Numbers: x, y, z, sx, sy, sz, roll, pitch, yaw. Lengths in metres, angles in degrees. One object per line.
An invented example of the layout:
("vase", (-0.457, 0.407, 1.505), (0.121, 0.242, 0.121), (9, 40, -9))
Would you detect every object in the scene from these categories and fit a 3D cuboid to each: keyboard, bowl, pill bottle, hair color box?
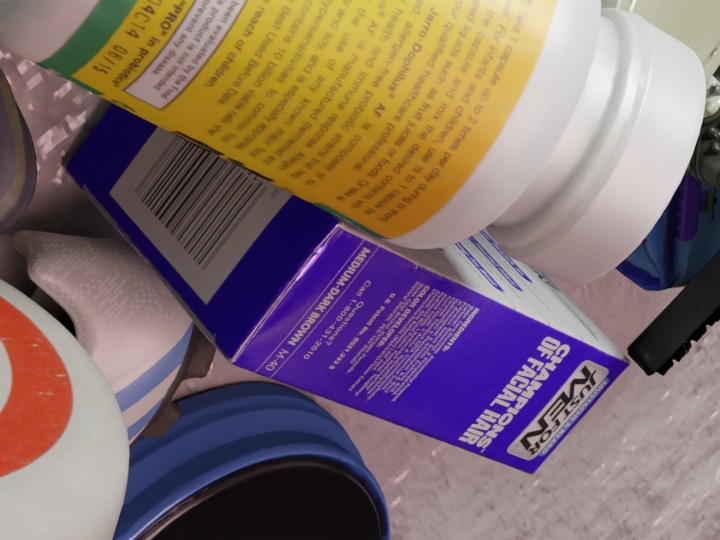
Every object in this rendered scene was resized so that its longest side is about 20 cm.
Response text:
("keyboard", (0.175, -0.027, 0.904), (0.200, 0.040, 0.104), (-49, 170, 16))
("bowl", (-0.069, 0.140, 0.994), (0.200, 0.039, 0.201), (-29, 139, -29))
("pill bottle", (0.000, -0.075, 0.752), (0.200, 0.113, 0.113), (26, 102, -21))
("hair color box", (0.000, 0.000, 0.885), (0.065, 0.109, 0.200), (-51, 144, 12))

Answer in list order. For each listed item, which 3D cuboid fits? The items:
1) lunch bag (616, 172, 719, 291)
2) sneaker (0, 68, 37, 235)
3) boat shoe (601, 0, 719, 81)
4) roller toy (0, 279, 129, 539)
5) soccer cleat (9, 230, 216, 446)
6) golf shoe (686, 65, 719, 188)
("lunch bag", (0.153, -0.105, 1.007), (0.150, 0.094, 0.201), (-7, 113, -42))
("sneaker", (-0.140, -0.063, 0.705), (0.074, 0.081, 0.200), (-44, 144, -10))
("boat shoe", (0.123, -0.127, 0.888), (0.200, 0.066, 0.075), (-53, 125, -28))
("roller toy", (-0.165, 0.068, 0.707), (0.182, 0.200, 0.140), (-48, 159, -64))
("soccer cleat", (-0.129, 0.074, 0.860), (0.086, 0.070, 0.200), (21, 102, -37))
("golf shoe", (0.186, -0.095, 0.939), (0.200, 0.077, 0.088), (-54, 137, -24))
